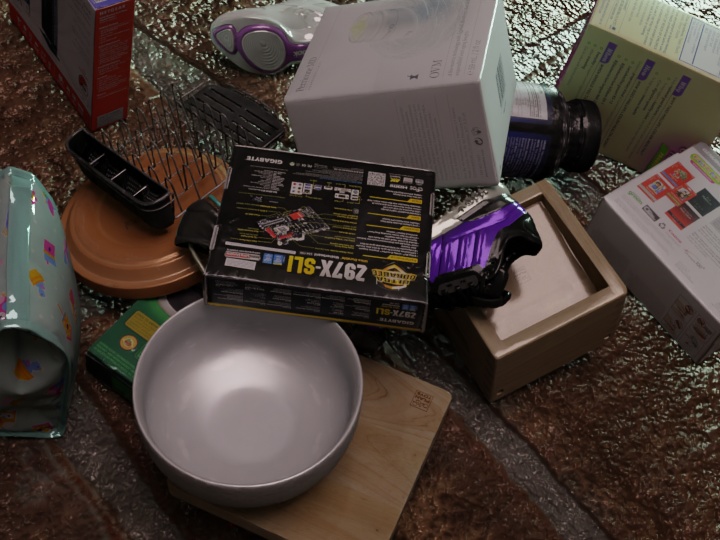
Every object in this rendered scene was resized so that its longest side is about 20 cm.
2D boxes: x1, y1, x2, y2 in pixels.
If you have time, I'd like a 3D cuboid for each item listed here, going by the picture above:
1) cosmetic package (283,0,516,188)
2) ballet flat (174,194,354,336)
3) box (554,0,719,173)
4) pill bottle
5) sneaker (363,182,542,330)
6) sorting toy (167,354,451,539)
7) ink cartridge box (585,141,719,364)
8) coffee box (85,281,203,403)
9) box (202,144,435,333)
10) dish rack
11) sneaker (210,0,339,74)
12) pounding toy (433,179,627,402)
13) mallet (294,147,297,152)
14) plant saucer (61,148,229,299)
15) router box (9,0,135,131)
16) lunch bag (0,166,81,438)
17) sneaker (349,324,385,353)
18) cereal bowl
[{"bbox_3d":[0.047,-0.185,1.161,0.197,0.124,0.201,-4,38,17],"label":"cosmetic package"},{"bbox_3d":[-0.098,0.014,1.077,0.199,0.068,0.069,40,78,11],"label":"ballet flat"},{"bbox_3d":[0.345,-0.223,1.373,0.198,0.177,0.097,25,53,4],"label":"box"},{"bbox_3d":[0.175,-0.166,1.328,0.197,0.112,0.113,5,54,-12],"label":"pill bottle"},{"bbox_3d":[0.092,0.005,1.087,0.199,0.070,0.100,-38,65,-10],"label":"sneaker"},{"bbox_3d":[-0.044,0.171,1.044,0.197,0.070,0.200,21,52,11],"label":"sorting toy"},{"bbox_3d":[0.388,-0.026,1.297,0.174,0.084,0.201,-28,66,-25],"label":"ink cartridge box"},{"bbox_3d":[-0.160,0.057,1.122,0.122,0.044,0.200,32,54,11],"label":"coffee box"},{"bbox_3d":[-0.033,-0.032,1.028,0.197,0.050,0.161,7,52,-1],"label":"box"},{"bbox_3d":[-0.182,-0.134,1.166,0.153,0.055,0.199,34,60,31],"label":"dish rack"},{"bbox_3d":[-0.090,-0.292,1.385,0.197,0.076,0.100,-1,42,-21],"label":"sneaker"},{"bbox_3d":[0.167,0.008,1.205,0.182,0.143,0.201,-24,61,-12],"label":"pounding toy"},{"bbox_3d":[-0.075,-0.107,1.186,0.066,0.041,0.199,41,29,13],"label":"mallet"},{"bbox_3d":[-0.212,-0.057,1.159,0.197,0.033,0.202,-5,48,5],"label":"plant saucer"},{"bbox_3d":[-0.320,-0.288,1.241,0.048,0.180,0.201,-25,64,-29],"label":"router box"},{"bbox_3d":[-0.309,0.032,1.003,0.120,0.201,0.172,1,56,-14],"label":"lunch bag"},{"bbox_3d":[0.000,0.000,1.180,0.097,0.070,0.203,31,48,-30],"label":"sneaker"},{"bbox_3d":[-0.096,0.119,0.982,0.197,0.084,0.202,2,51,-2],"label":"cereal bowl"}]
